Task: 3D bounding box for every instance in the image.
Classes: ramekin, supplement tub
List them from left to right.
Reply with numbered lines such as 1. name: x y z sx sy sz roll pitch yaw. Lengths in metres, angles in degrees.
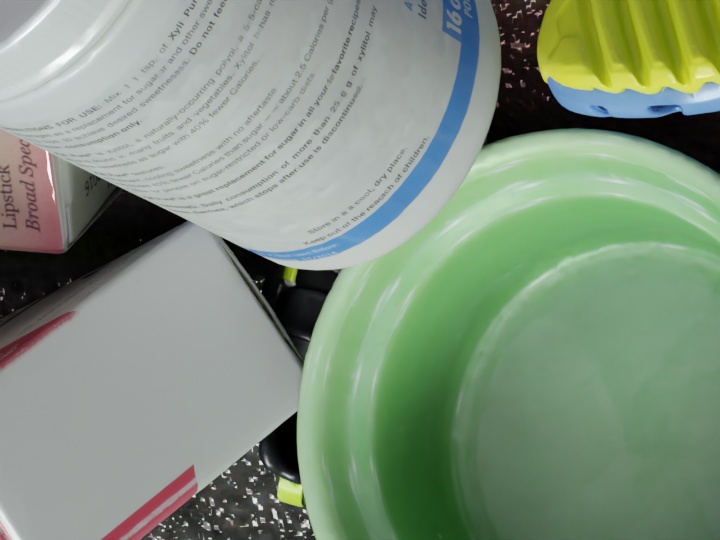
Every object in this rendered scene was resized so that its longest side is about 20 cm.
1. supplement tub: -0.057 -0.088 0.941 0.132 0.133 0.200 -28 146 27
2. ramekin: 0.086 0.057 1.011 0.199 0.098 0.201 -5 77 25

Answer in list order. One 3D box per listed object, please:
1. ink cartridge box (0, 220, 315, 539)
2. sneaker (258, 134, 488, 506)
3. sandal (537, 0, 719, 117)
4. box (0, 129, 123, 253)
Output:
1. ink cartridge box: -0.132 0.070 1.065 0.085 0.146 0.200 56 144 -5
2. sneaker: 0.000 0.000 1.064 0.071 0.083 0.201 14 118 11
3. sandal: 0.159 -0.080 0.972 0.199 0.080 0.087 -6 144 19
4. box: -0.189 -0.090 1.067 0.199 0.109 0.129 4 117 16
